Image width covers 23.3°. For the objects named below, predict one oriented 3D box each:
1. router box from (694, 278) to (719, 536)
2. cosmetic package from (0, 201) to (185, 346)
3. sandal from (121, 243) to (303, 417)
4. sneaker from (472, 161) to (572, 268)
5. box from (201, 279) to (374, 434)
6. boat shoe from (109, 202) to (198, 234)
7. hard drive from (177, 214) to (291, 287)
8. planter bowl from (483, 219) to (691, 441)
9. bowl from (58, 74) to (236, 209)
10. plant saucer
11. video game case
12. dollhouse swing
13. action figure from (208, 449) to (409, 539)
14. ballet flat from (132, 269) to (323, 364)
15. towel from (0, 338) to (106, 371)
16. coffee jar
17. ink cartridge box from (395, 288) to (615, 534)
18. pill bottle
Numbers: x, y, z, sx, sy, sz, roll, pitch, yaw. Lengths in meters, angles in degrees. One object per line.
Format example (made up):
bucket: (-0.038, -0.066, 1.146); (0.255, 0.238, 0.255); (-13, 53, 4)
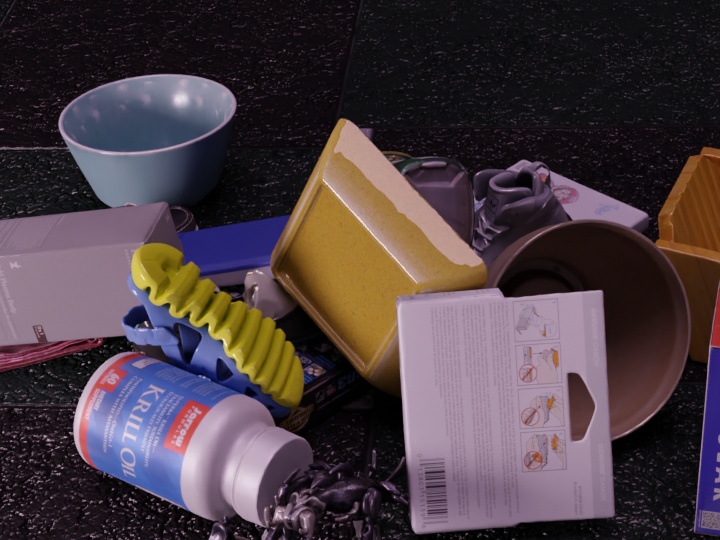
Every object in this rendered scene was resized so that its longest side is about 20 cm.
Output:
router box: (0.323, 0.094, 1.490); (0.049, 0.201, 0.180); (6, 34, 14)
cosmetic package: (-0.274, 0.005, 1.706); (0.199, 0.107, 0.090); (-5, 30, 19)
sandal: (-0.138, 0.064, 1.578); (0.200, 0.087, 0.080); (41, 32, -1)
sneaker: (0.118, -0.030, 1.743); (0.199, 0.115, 0.075); (-29, 44, -7)
box: (-0.073, 0.068, 1.707); (0.198, 0.050, 0.200); (-30, 42, -32)
boat shoe: (-0.255, -0.039, 1.862); (0.199, 0.061, 0.074); (-20, 38, -36)
hard drive: (-0.119, -0.019, 1.789); (0.199, 0.026, 0.132); (-9, 21, 16)
planter bowl: (0.182, 0.051, 1.603); (0.199, 0.201, 0.135); (-14, 7, -15)
bowl: (-0.232, -0.133, 1.971); (0.199, 0.106, 0.201); (-4, 31, 2)
plant saucer: (0.000, 0.000, 1.570); (0.048, 0.200, 0.200); (-28, 68, -40)
video game case: (0.176, -0.043, 1.869); (0.200, 0.024, 0.182); (-31, 42, -33)
dollhouse swing: (0.410, -0.017, 1.691); (0.175, 0.183, 0.200); (-8, 27, 32)
action figure: (-0.039, 0.220, 1.432); (0.118, 0.103, 0.199); (17, 29, 39)
ballet flat: (-0.116, 0.043, 1.646); (0.199, 0.069, 0.068); (-14, 35, -16)
towel: (-0.356, 0.035, 1.811); (0.143, 0.023, 0.200); (-14, 35, -17)
coffee jar: (0.042, -0.063, 1.715); (0.085, 0.105, 0.200); (-3, 6, -16)
ink cartridge box: (0.122, 0.116, 1.484); (0.172, 0.201, 0.044); (-4, 7, -1)
pill bottle: (-0.144, 0.151, 1.530); (0.199, 0.113, 0.112); (18, 39, 30)
